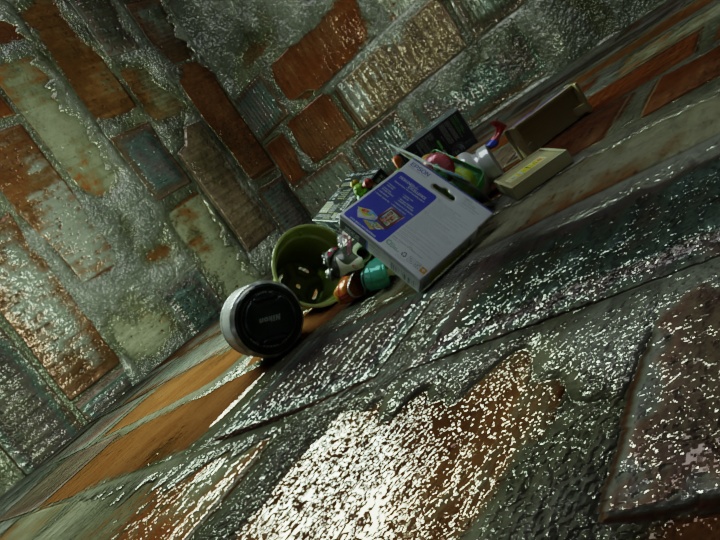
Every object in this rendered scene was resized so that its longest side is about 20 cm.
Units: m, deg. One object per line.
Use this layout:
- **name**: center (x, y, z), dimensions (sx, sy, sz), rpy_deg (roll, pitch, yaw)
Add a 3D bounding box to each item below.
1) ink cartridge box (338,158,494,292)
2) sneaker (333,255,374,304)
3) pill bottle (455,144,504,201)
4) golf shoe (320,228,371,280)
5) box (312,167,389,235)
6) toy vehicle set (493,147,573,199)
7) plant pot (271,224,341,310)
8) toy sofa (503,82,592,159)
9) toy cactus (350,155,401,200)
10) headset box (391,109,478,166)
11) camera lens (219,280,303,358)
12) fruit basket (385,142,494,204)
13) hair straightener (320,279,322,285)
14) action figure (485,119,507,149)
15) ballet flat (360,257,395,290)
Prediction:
- **ink cartridge box**: center (0.098, -0.086, 1.141), dimensions (0.199, 0.197, 0.047), rpy_deg (-38, -28, -27)
- **sneaker**: center (0.000, 0.000, 1.424), dimensions (0.077, 0.074, 0.200), rpy_deg (-24, 14, 40)
- **pill bottle**: center (0.218, -0.190, 1.455), dimensions (0.199, 0.114, 0.113), rpy_deg (-33, 9, 20)
- **golf shoe**: center (-0.011, -0.043, 1.358), dimensions (0.087, 0.078, 0.201), rpy_deg (-7, 28, 21)
- **box**: center (-0.009, -0.153, 1.556), dimensions (0.164, 0.086, 0.200), rpy_deg (-52, 20, -10)
- **toy vehicle set**: center (0.339, -0.196, 1.294), dimensions (0.124, 0.027, 0.200), rpy_deg (-35, 8, 9)
- **plant pot**: center (-0.136, 0.015, 1.582), dimensions (0.200, 0.201, 0.184), rpy_deg (-39, -2, -26)
- **toy sofa**: center (0.447, -0.359, 1.565), dimensions (0.199, 0.083, 0.098), rpy_deg (-36, 9, -1)
- **toy cactus**: center (0.036, -0.164, 1.387), dimensions (0.164, 0.103, 0.199), rpy_deg (-35, -8, 39)
- **headset box**: center (0.181, -0.302, 1.570), dimensions (0.199, 0.093, 0.174), rpy_deg (-36, 10, 9)
- **camera lens**: center (-0.220, 0.108, 1.420), dimensions (0.159, 0.161, 0.200), rpy_deg (-38, 8, -20)
- **fruit basket**: center (0.158, -0.186, 1.285), dimensions (0.199, 0.184, 0.095), rpy_deg (7, -70, -58)
- **hair straightener**: center (-0.048, -0.006, 1.765), dimensions (0.200, 0.041, 0.077), rpy_deg (-41, 10, -31)
- **action figure**: center (0.269, -0.276, 1.582), dimensions (0.065, 0.098, 0.202), rpy_deg (-92, 24, -82)
- **ballet flat**: center (0.061, -0.013, 1.335), dimensions (0.069, 0.068, 0.200), rpy_deg (-6, 20, 21)
